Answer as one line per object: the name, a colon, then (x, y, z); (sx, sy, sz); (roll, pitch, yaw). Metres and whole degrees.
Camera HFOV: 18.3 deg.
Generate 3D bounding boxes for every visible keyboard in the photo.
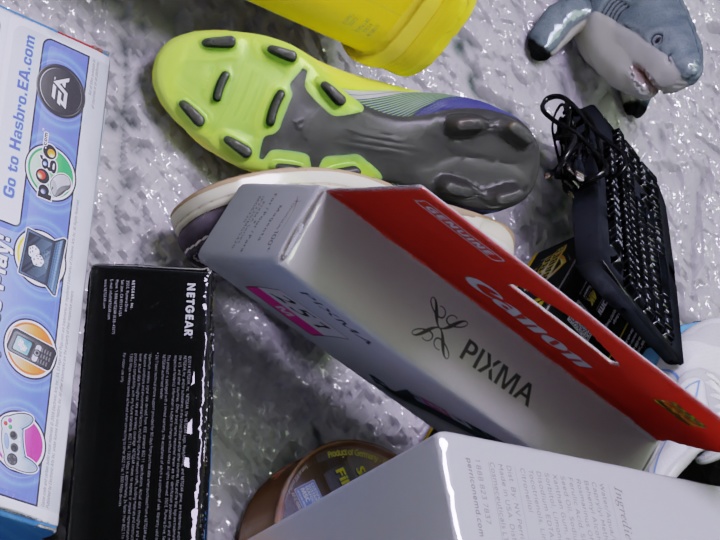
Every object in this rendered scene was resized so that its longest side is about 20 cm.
keyboard: (0.140, -0.037, 1.164); (0.104, 0.040, 0.200); (43, 21, -17)

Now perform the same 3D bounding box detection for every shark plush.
shark plush: (0.167, -0.175, 1.281); (0.091, 0.083, 0.201); (36, 49, -24)

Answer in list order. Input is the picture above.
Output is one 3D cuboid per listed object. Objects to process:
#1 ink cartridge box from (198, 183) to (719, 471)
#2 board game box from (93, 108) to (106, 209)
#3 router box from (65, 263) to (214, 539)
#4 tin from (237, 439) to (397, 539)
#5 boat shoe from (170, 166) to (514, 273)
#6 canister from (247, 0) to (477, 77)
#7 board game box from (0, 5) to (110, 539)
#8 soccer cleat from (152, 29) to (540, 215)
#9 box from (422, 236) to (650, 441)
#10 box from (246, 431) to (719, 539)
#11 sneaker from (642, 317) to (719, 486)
ink cartridge box: (0.048, 0.035, 0.934); (0.200, 0.173, 0.044); (36, 78, -22)
board game box: (-0.204, -0.029, 0.873); (0.199, 0.064, 0.148); (24, 56, -34)
router box: (-0.084, 0.119, 0.852); (0.051, 0.149, 0.201); (3, 63, -3)
tin: (0.015, 0.174, 0.998); (0.112, 0.042, 0.201); (-22, 86, -43)
boat shoe: (0.000, 0.000, 1.046); (0.199, 0.072, 0.065); (12, 60, -44)
canister: (-0.052, -0.187, 1.057); (0.199, 0.087, 0.149); (21, 33, -32)
board game box: (-0.192, -0.019, 0.794); (0.195, 0.056, 0.201); (23, 57, -33)
soccer cleat: (-0.010, -0.067, 1.082); (0.199, 0.084, 0.065); (13, 89, -19)
box: (0.116, 0.099, 1.122); (0.160, 0.049, 0.200); (50, 44, -16)
box: (0.063, 0.154, 0.912); (0.199, 0.152, 0.107); (14, 56, -38)
sneaker: (0.169, 0.089, 1.082); (0.075, 0.087, 0.200); (46, 44, -15)
